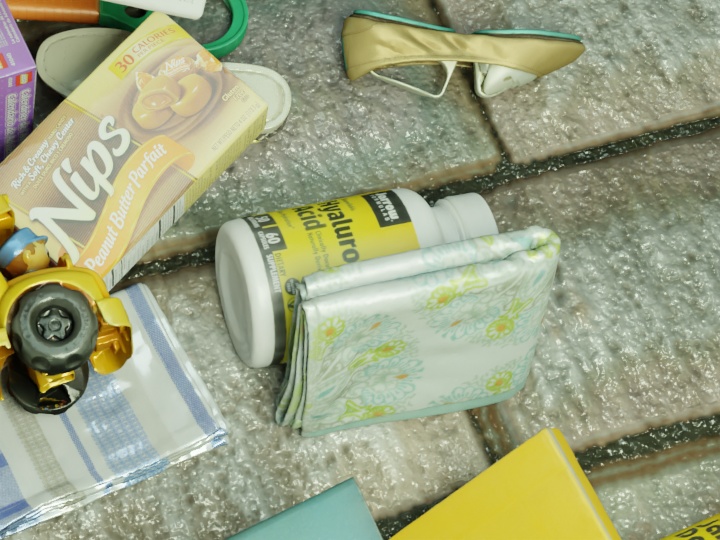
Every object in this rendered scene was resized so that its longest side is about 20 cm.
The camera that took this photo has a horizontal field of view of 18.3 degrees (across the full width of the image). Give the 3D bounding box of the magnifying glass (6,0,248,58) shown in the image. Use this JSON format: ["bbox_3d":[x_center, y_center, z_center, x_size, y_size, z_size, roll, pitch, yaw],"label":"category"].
[{"bbox_3d":[-0.189,-0.208,1.797,0.199,0.022,0.080,4,61,-10],"label":"magnifying glass"}]

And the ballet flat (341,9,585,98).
[{"bbox_3d":[0.081,-0.168,1.807,0.199,0.069,0.063,6,88,-4],"label":"ballet flat"}]

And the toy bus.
[{"bbox_3d":[-0.277,0.012,1.557,0.199,0.136,0.193,-15,72,-16],"label":"toy bus"}]

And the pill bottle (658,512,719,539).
[{"bbox_3d":[0.271,0.226,1.583,0.199,0.113,0.113,-20,66,-19],"label":"pill bottle"}]

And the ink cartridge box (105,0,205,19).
[{"bbox_3d":[-0.201,-0.276,1.620,0.199,0.145,0.085,9,13,-31],"label":"ink cartridge box"}]

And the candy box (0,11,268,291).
[{"bbox_3d":[-0.176,-0.084,1.662,0.115,0.055,0.200,41,74,8],"label":"candy box"}]

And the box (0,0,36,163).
[{"bbox_3d":[-0.301,-0.189,1.698,0.039,0.137,0.201,-19,67,-19],"label":"box"}]

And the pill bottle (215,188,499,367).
[{"bbox_3d":[0.000,0.000,1.662,0.199,0.111,0.112,-12,64,-17],"label":"pill bottle"}]

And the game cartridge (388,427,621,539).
[{"bbox_3d":[0.113,0.238,1.536,0.176,0.032,0.201,-37,68,20],"label":"game cartridge"}]

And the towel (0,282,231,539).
[{"bbox_3d":[-0.211,0.100,1.620,0.199,0.024,0.147,-23,67,-20],"label":"towel"}]

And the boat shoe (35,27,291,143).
[{"bbox_3d":[-0.154,-0.139,1.741,0.199,0.060,0.072,9,75,-3],"label":"boat shoe"}]

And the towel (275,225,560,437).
[{"bbox_3d":[0.040,0.048,1.607,0.199,0.172,0.048,-12,58,-16],"label":"towel"}]

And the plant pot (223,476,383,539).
[{"bbox_3d":[-0.069,0.258,1.493,0.199,0.142,0.142,-21,66,-12],"label":"plant pot"}]
